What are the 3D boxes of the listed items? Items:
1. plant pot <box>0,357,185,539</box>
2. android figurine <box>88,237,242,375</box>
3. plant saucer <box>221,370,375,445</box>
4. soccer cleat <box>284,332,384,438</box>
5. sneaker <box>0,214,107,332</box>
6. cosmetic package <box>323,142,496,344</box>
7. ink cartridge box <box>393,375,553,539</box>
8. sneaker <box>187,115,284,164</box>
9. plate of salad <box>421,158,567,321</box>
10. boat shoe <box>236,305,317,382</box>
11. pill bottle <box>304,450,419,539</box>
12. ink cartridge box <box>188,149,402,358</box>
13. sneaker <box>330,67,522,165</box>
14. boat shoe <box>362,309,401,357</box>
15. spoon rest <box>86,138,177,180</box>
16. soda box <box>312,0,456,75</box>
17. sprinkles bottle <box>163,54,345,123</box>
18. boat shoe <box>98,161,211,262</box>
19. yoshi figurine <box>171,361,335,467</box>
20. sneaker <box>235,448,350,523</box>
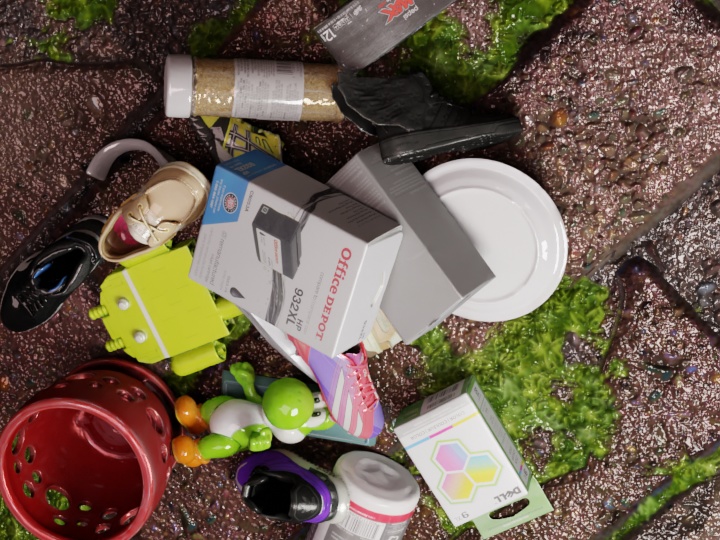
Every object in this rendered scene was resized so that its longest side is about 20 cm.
[{"bbox_3d":[-0.315,0.210,1.815,0.199,0.183,0.202,4,111,11],"label":"plant pot"},{"bbox_3d":[-0.233,0.040,1.813,0.199,0.041,0.183,-19,105,16],"label":"android figurine"},{"bbox_3d":[-0.077,0.171,1.838,0.199,0.019,0.070,9,111,10],"label":"plant saucer"},{"bbox_3d":[-0.014,0.120,1.737,0.076,0.067,0.201,-11,124,33],"label":"soccer cleat"},{"bbox_3d":[-0.384,0.015,1.797,0.073,0.112,0.200,45,113,-5],"label":"sneaker"},{"bbox_3d":[0.044,-0.033,1.657,0.107,0.090,0.200,-39,87,38],"label":"cosmetic package"},{"bbox_3d":[0.136,0.237,1.791,0.103,0.059,0.201,-27,102,20],"label":"ink cartridge box"},{"bbox_3d":[-0.133,-0.143,1.715,0.076,0.075,0.200,-38,101,1],"label":"sneaker"},{"bbox_3d":[0.137,-0.036,1.696,0.199,0.048,0.201,9,118,16],"label":"plate of salad"},{"bbox_3d":[-0.088,0.051,1.765,0.071,0.072,0.200,-45,115,-11],"label":"boat shoe"},{"bbox_3d":[-0.010,0.330,1.831,0.110,0.111,0.201,23,113,3],"label":"pill bottle"},{"bbox_3d":[-0.072,-0.019,1.626,0.199,0.084,0.146,28,117,20],"label":"ink cartridge box"},{"bbox_3d":[0.074,-0.177,1.632,0.198,0.060,0.105,-13,80,-17],"label":"sneaker"},{"bbox_3d":[0.000,0.000,1.738,0.076,0.072,0.201,-23,114,7],"label":"boat shoe"},{"bbox_3d":[-0.218,-0.108,1.735,0.199,0.099,0.061,18,88,18],"label":"spoon rest"},{"bbox_3d":[0.050,-0.294,1.613,0.199,0.063,0.071,-33,100,22],"label":"soda box"},{"bbox_3d":[-0.115,-0.199,1.649,0.198,0.068,0.069,2,112,-9],"label":"sprinkles bottle"},{"bbox_3d":[-0.233,-0.057,1.682,0.074,0.069,0.200,43,143,-11],"label":"boat shoe"},{"bbox_3d":[-0.129,0.170,1.785,0.199,0.112,0.113,-12,100,13],"label":"yoshi figurine"},{"bbox_3d":[-0.108,0.256,1.790,0.199,0.099,0.070,6,93,51],"label":"sneaker"}]
